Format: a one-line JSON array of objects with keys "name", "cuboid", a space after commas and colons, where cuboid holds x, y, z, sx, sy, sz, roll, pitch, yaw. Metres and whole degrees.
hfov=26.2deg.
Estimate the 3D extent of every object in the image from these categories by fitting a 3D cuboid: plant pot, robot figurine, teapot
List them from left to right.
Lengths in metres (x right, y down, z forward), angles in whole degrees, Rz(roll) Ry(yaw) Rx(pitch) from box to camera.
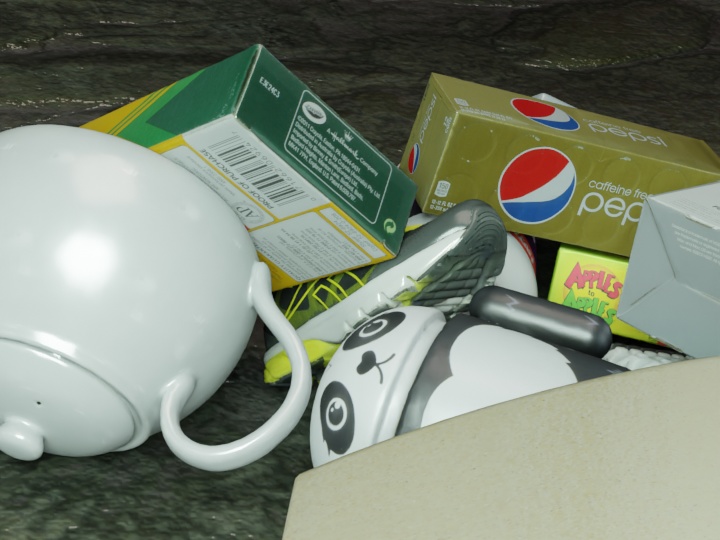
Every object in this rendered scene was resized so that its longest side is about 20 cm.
[{"name": "teapot", "cuboid": [-0.149, 0.032, 0.814, 0.196, 0.199, 0.147, 32, 56, -24]}, {"name": "robot figurine", "cuboid": [0.071, 0.092, 0.788, 0.198, 0.126, 0.150, 18, 20, 16]}, {"name": "plant pot", "cuboid": [0.058, 0.163, 0.566, 0.174, 0.203, 0.200, 0, 24, 4]}]

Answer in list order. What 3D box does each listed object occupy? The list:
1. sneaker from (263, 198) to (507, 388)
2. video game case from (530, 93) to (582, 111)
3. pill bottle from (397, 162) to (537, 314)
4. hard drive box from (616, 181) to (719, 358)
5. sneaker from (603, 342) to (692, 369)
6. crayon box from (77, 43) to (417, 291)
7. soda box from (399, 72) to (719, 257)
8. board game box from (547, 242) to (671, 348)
[{"name": "sneaker", "cuboid": [0.000, 0.000, 0.878, 0.074, 0.199, 0.086, 2, 64, -43]}, {"name": "video game case", "cuboid": [0.155, -0.067, 1.115, 0.180, 0.022, 0.200, 22, -12, -20]}, {"name": "pill bottle", "cuboid": [0.060, -0.004, 1.008, 0.111, 0.114, 0.200, 10, 24, 1]}, {"name": "hard drive box", "cuboid": [0.268, 0.007, 0.873, 0.199, 0.078, 0.155, -12, 31, -43]}, {"name": "sneaker", "cuboid": [0.179, 0.089, 0.908, 0.074, 0.082, 0.200, 7, 5, -13]}, {"name": "crayon box", "cuboid": [-0.083, -0.041, 0.856, 0.199, 0.125, 0.052, -16, 45, 43]}, {"name": "soda box", "cuboid": [0.130, -0.059, 0.956, 0.197, 0.068, 0.064, 11, 25, -20]}, {"name": "board game box", "cuboid": [0.185, 0.005, 1.058, 0.100, 0.048, 0.200, 14, 10, 8]}]
